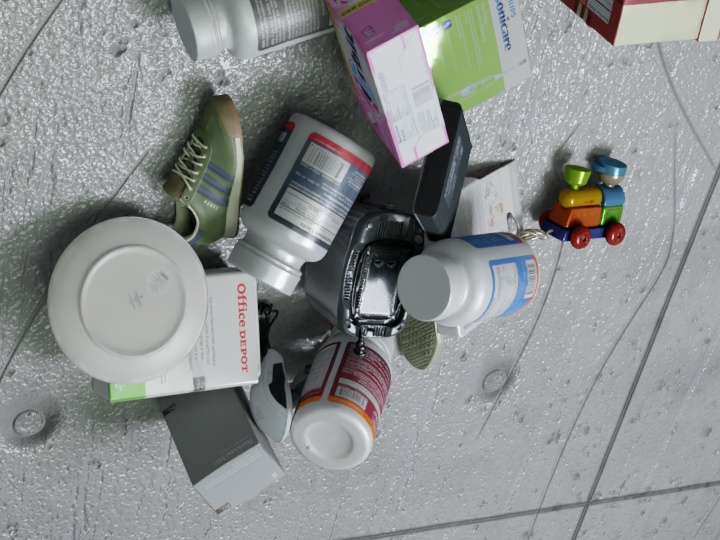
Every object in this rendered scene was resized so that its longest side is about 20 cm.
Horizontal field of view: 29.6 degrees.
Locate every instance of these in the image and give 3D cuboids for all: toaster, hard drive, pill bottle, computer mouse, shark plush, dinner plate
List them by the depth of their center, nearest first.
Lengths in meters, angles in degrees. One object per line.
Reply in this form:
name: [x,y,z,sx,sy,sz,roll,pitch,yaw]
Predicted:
pill bottle: [-0.106,-0.302,1.528,0.199,0.111,0.111,-21,131,-16]
dinner plate: [-0.272,0.037,1.626,0.199,0.024,0.202,-2,94,-27]
pill bottle: [-0.078,-0.079,1.669,0.119,0.119,0.201,29,90,-41]
hard drive: [0.104,-0.117,1.684,0.200,0.033,0.141,44,59,-79]
pill bottle: [0.136,0.012,1.740,0.199,0.112,0.113,-7,129,-52]
toaster: [0.000,0.000,1.777,0.113,0.129,0.202,3,105,-30]
computer mouse: [-0.126,0.141,1.783,0.044,0.201,0.110,8,123,-18]
pill bottle: [-0.018,0.156,1.791,0.109,0.201,0.110,8,127,10]
shark plush: [-0.050,0.162,1.878,0.200,0.083,0.091,3,119,-61]

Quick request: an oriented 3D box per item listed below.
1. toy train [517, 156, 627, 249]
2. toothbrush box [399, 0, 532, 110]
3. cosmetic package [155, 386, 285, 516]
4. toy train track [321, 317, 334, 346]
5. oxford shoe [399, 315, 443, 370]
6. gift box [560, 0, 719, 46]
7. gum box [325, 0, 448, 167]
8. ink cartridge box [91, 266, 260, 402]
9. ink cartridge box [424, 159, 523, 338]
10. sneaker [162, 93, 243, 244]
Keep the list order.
toy train: [0.294,-0.097,1.924,0.199,0.085,0.117,-6,114,-35]
toothbrush box: [0.100,-0.272,1.686,0.199,0.086,0.146,-27,133,-9]
cosmetic package: [-0.188,0.209,1.787,0.106,0.200,0.090,-34,131,-2]
toy train track: [0.008,0.031,1.893,0.114,0.033,0.201,32,97,-34]
oxford shoe: [0.099,0.057,1.940,0.058,0.075,0.201,-34,140,-42]
gift box: [0.373,-0.398,1.690,0.185,0.185,0.201,-8,132,-23]
gum box: [0.031,-0.220,1.530,0.066,0.114,0.201,-28,142,-6]
ink cartridge box: [-0.234,0.077,1.708,0.198,0.084,0.147,-5,96,-27]
ink cartridge box: [0.160,-0.034,1.887,0.176,0.044,0.202,-31,120,-43]
sneaker: [-0.194,-0.112,1.642,0.089,0.067,0.201,-17,132,-26]
